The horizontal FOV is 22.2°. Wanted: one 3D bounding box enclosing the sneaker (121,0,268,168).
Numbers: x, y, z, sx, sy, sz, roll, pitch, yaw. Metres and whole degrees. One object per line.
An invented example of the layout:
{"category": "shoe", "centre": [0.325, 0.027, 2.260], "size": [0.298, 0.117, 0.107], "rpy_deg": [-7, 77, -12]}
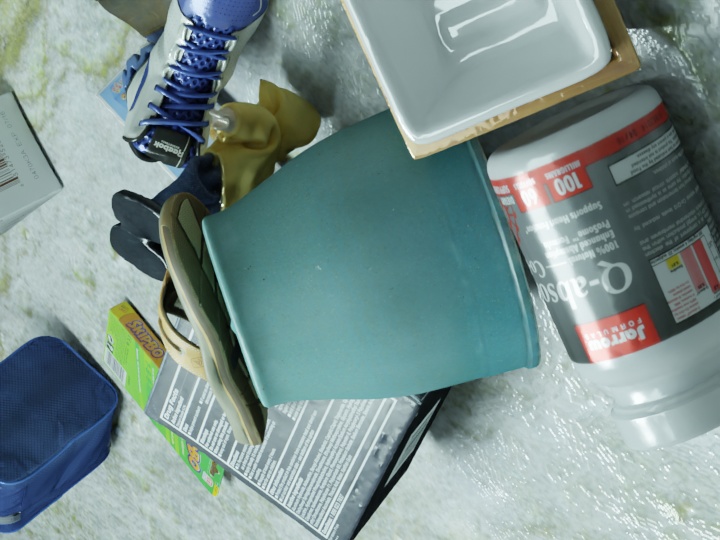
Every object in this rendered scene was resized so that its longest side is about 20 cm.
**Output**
{"category": "sneaker", "centre": [-0.129, -0.145, 1.414], "size": [0.200, 0.080, 0.116], "rpy_deg": [-49, 32, 47]}

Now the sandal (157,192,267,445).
{"category": "sandal", "centre": [-0.113, 0.042, 1.303], "size": [0.053, 0.081, 0.201], "rpy_deg": [-8, 122, 14]}

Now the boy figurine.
{"category": "boy figurine", "centre": [-0.101, -0.082, 1.370], "size": [0.064, 0.200, 0.125], "rpy_deg": [30, 142, 17]}

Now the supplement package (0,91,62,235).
{"category": "supplement package", "centre": [-0.414, -0.088, 1.920], "size": [0.118, 0.117, 0.200], "rpy_deg": [61, 149, -3]}

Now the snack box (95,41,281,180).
{"category": "snack box", "centre": [-0.135, -0.106, 1.531], "size": [0.200, 0.072, 0.024], "rpy_deg": [46, -178, 24]}

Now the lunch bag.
{"category": "lunch bag", "centre": [-0.367, 0.188, 2.000], "size": [0.136, 0.200, 0.133], "rpy_deg": [42, 148, 19]}

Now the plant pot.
{"category": "plant pot", "centre": [0.000, 0.000, 1.230], "size": [0.200, 0.186, 0.202], "rpy_deg": [161, 90, -88]}

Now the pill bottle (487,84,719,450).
{"category": "pill bottle", "centre": [0.166, -0.001, 1.123], "size": [0.116, 0.115, 0.201], "rpy_deg": [-13, 104, 59]}

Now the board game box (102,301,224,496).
{"category": "board game box", "centre": [-0.193, 0.131, 1.860], "size": [0.200, 0.030, 0.096], "rpy_deg": [50, 149, 23]}

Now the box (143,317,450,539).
{"category": "box", "centre": [-0.037, 0.073, 1.416], "size": [0.198, 0.123, 0.201], "rpy_deg": [34, 134, 9]}

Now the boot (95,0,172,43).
{"category": "boot", "centre": [-0.140, -0.236, 1.457], "size": [0.097, 0.075, 0.199], "rpy_deg": [46, 148, -22]}

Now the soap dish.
{"category": "soap dish", "centre": [0.063, -0.188, 1.102], "size": [0.156, 0.081, 0.201], "rpy_deg": [-21, 99, 25]}
